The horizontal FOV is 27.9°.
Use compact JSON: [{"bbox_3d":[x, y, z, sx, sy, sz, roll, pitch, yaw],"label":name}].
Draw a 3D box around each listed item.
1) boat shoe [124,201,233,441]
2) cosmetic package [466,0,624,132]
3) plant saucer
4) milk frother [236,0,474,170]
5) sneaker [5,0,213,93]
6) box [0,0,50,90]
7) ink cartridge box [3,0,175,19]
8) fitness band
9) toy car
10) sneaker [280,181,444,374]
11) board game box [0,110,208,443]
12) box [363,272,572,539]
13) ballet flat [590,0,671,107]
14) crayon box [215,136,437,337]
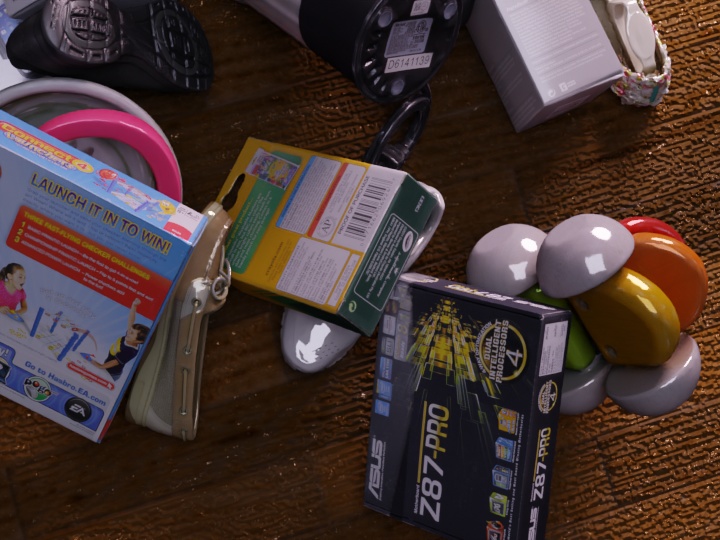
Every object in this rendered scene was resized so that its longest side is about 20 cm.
[{"bbox_3d":[-0.136,0.042,1.191,0.063,0.073,0.202,20,102,0],"label":"boat shoe"},{"bbox_3d":[0.139,-0.234,1.269,0.090,0.107,0.201,-22,88,-9],"label":"cosmetic package"},{"bbox_3d":[-0.248,-0.069,1.201,0.198,0.050,0.202,-5,117,-10],"label":"plant saucer"},{"bbox_3d":[-0.018,-0.196,1.237,0.188,0.180,0.201,40,111,34],"label":"milk frother"},{"bbox_3d":[-0.205,-0.185,1.206,0.199,0.090,0.077,9,73,-50],"label":"sneaker"},{"bbox_3d":[-0.300,-0.183,1.241,0.118,0.041,0.201,-21,88,-9],"label":"box"},{"bbox_3d":[-0.242,-0.313,1.206,0.084,0.146,0.201,-20,83,31],"label":"ink cartridge box"},{"bbox_3d":[-0.220,-0.035,1.179,0.142,0.037,0.201,4,116,-17],"label":"fitness band"},{"bbox_3d":[0.199,0.019,1.208,0.150,0.199,0.176,-47,113,-31],"label":"toy car"},{"bbox_3d":[0.000,0.000,1.229,0.074,0.087,0.201,36,81,-5],"label":"sneaker"},{"bbox_3d":[-0.248,0.004,1.123,0.199,0.056,0.197,28,114,-4],"label":"board game box"},{"bbox_3d":[0.083,0.114,1.169,0.049,0.161,0.202,-6,106,-47],"label":"box"},{"bbox_3d":[0.229,-0.243,1.302,0.075,0.064,0.201,-26,86,-9],"label":"ballet flat"},{"bbox_3d":[-0.044,-0.033,1.205,0.052,0.199,0.126,36,77,-44],"label":"crayon box"}]
